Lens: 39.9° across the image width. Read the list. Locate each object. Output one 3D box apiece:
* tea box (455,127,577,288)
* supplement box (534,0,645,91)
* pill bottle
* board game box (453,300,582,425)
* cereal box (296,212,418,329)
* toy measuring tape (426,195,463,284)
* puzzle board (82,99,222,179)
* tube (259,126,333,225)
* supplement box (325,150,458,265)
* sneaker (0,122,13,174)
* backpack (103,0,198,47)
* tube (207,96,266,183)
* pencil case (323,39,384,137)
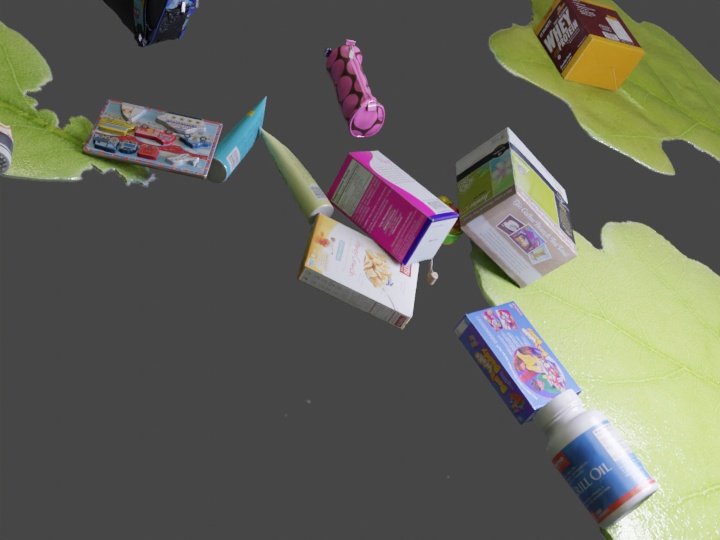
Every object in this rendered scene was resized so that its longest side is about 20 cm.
[{"bbox_3d":[0.289,-0.116,1.855,0.200,0.133,0.198,41,32,-29],"label":"tea box"},{"bbox_3d":[0.606,-0.607,2.634,0.195,0.133,0.201,5,47,-31],"label":"supplement box"},{"bbox_3d":[0.361,0.291,1.556,0.111,0.113,0.201,-13,57,-43],"label":"pill bottle"},{"bbox_3d":[0.266,0.152,1.683,0.133,0.045,0.201,-11,57,-42],"label":"board game box"},{"bbox_3d":[0.000,0.000,1.653,0.198,0.040,0.145,25,39,-11],"label":"cereal box"},{"bbox_3d":[0.156,-0.054,1.805,0.073,0.074,0.202,19,50,-18],"label":"toy measuring tape"},{"bbox_3d":[-0.335,-0.220,1.621,0.197,0.018,0.152,12,42,-5],"label":"puzzle board"},{"bbox_3d":[-0.115,-0.167,1.738,0.051,0.058,0.201,-18,60,-26],"label":"tube"},{"bbox_3d":[0.053,-0.112,1.724,0.200,0.104,0.101,42,27,21],"label":"supplement box"},{"bbox_3d":[-0.594,-0.206,1.413,0.198,0.078,0.080,23,43,-31],"label":"sneaker"},{"bbox_3d":[-0.377,-0.541,1.812,0.183,0.201,0.134,46,40,16],"label":"backpack"},{"bbox_3d":[-0.208,-0.223,1.714,0.050,0.078,0.201,27,42,4],"label":"tube"},{"bbox_3d":[-0.010,-0.362,1.976,0.090,0.094,0.202,5,48,-32],"label":"pencil case"}]
